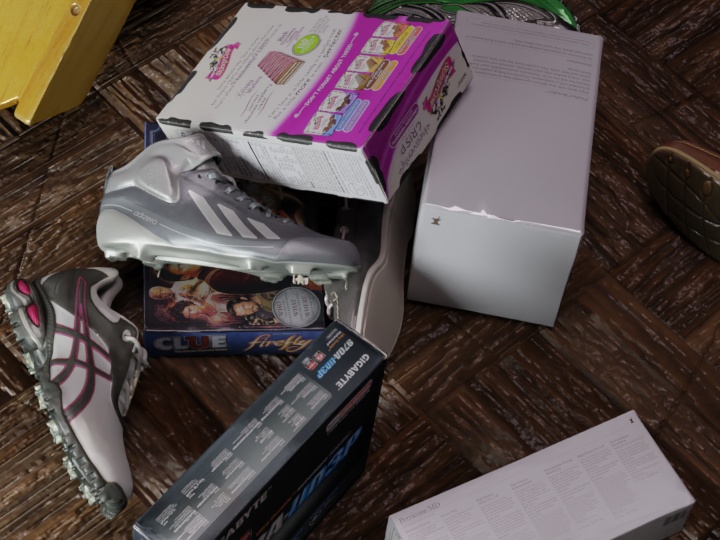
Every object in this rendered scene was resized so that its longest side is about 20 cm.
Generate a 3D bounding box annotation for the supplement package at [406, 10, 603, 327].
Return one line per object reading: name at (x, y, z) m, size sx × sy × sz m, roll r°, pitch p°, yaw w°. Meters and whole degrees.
supplement package at (0.111, -0.079, 1.302) m, size 0.120 × 0.120 × 0.201 m, roll 11°, pitch 53°, yaw 2°

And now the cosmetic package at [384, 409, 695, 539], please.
cosmetic package at (0.122, 0.174, 1.164) m, size 0.199 × 0.051 × 0.083 m, roll -20°, pitch 60°, yaw -19°

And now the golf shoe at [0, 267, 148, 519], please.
golf shoe at (-0.186, 0.076, 1.187) m, size 0.087 × 0.077 × 0.201 m, roll -19°, pitch 58°, yaw -11°

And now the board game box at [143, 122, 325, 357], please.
board game box at (-0.099, -0.028, 1.299) m, size 0.134 × 0.035 × 0.201 m, roll -1°, pitch 55°, yaw -6°

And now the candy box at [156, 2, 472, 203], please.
candy box at (-0.035, -0.128, 1.266) m, size 0.199 × 0.061 × 0.137 m, roll 12°, pitch 55°, yaw 36°

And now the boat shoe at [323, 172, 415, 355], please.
boat shoe at (0.000, 0.000, 1.278) m, size 0.056 × 0.067 × 0.201 m, roll -7°, pitch 46°, yaw 22°

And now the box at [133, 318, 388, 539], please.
box at (-0.065, 0.147, 1.101) m, size 0.046 × 0.160 × 0.200 m, roll 34°, pitch 58°, yaw 17°

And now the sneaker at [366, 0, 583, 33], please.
sneaker at (0.091, -0.186, 1.390) m, size 0.198 × 0.078 × 0.085 m, roll 10°, pitch 46°, yaw 28°

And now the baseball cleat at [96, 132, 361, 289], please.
baseball cleat at (-0.094, -0.045, 1.226) m, size 0.198 × 0.070 × 0.108 m, roll 6°, pitch 81°, yaw 7°

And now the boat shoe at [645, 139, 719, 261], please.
boat shoe at (0.315, -0.041, 1.329) m, size 0.199 × 0.072 × 0.068 m, roll 35°, pitch 53°, yaw 11°

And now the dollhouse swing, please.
dollhouse swing at (-0.268, -0.229, 1.388) m, size 0.199 × 0.176 × 0.183 m, roll 31°, pitch 99°, yaw 16°
